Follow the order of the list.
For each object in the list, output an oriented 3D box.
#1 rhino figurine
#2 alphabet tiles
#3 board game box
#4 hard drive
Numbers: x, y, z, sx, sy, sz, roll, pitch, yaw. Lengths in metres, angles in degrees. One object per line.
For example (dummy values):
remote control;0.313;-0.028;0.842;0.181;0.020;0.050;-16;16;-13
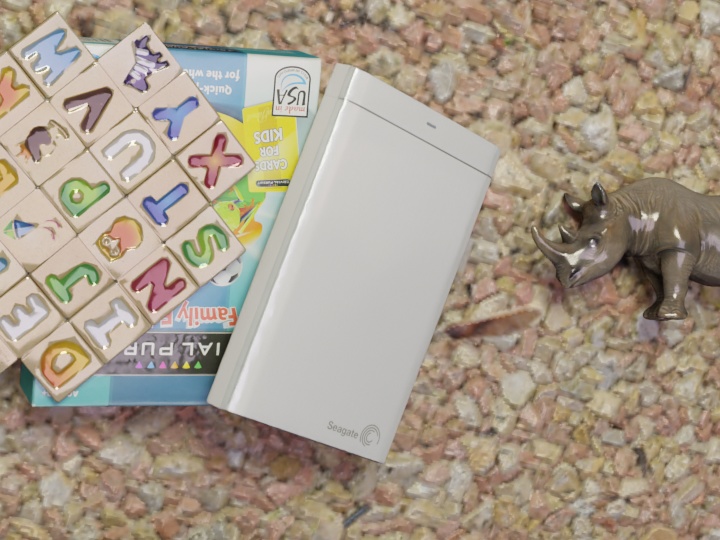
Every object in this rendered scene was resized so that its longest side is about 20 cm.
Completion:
rhino figurine;0.194;-0.012;1.088;0.200;0.060;0.088;7;86;-19
alphabet tiles;-0.161;-0.031;0.936;0.200;0.006;0.167;-39;111;-5
board game box;-0.107;-0.026;0.985;0.151;0.047;0.201;1;102;-20
hard drive;0.000;0.000;1.005;0.132;0.027;0.200;24;86;-44
